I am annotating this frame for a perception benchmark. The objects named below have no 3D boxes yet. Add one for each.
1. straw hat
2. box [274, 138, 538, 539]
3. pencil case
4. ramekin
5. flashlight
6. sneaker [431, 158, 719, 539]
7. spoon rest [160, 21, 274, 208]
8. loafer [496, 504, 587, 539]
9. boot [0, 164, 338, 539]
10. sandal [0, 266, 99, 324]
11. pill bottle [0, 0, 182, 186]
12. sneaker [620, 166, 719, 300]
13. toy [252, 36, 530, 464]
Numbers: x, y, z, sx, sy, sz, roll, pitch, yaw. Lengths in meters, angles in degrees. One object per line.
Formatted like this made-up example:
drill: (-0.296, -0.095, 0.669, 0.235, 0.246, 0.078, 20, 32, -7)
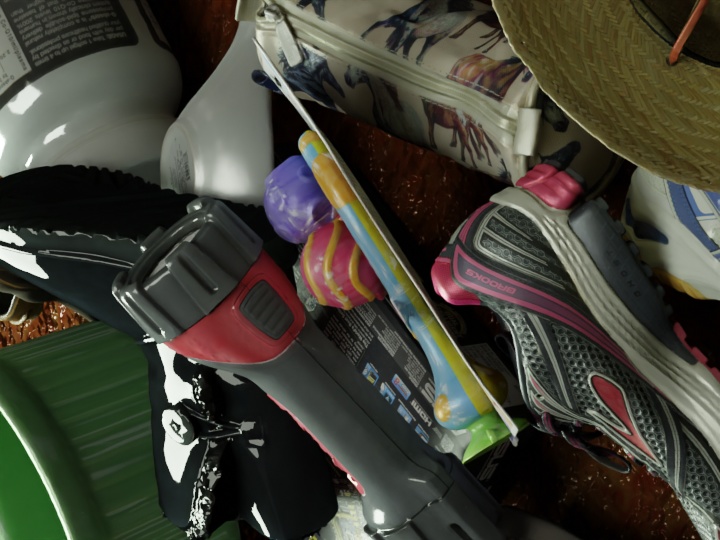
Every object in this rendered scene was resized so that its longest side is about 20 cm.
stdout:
straw hat: (0.148, -0.117, 1.037, 0.085, 0.201, 0.201, 66, -176, -78)
box: (-0.008, 0.059, 1.294, 0.200, 0.049, 0.161, 51, 131, 31)
pencil case: (0.034, -0.089, 1.181, 0.200, 0.089, 0.078, 27, 118, 43)
ramekin: (-0.147, 0.124, 1.402, 0.200, 0.098, 0.200, 43, 145, 41)
flashlight: (-0.022, 0.058, 1.167, 0.068, 0.068, 0.200, -36, 108, 19)
sneaker: (0.108, 0.053, 1.091, 0.200, 0.075, 0.081, 54, 176, -5)
spoon rest: (-0.069, -0.093, 1.298, 0.099, 0.061, 0.200, 152, 112, -64)
loafer: (0.110, 0.163, 1.145, 0.073, 0.071, 0.200, 45, 162, -29)
boot: (-0.104, 0.044, 1.271, 0.200, 0.076, 0.168, 12, 120, 34)
sandal: (-0.186, 0.001, 1.396, 0.055, 0.200, 0.082, -36, 81, 7)
pill bottle: (-0.163, -0.116, 1.389, 0.116, 0.116, 0.200, -47, 62, 44)
sneaker: (0.181, -0.013, 1.034, 0.200, 0.075, 0.088, 34, 122, 40)
toy: (0.000, 0.000, 1.144, 0.200, 0.047, 0.115, 53, 178, 8)
